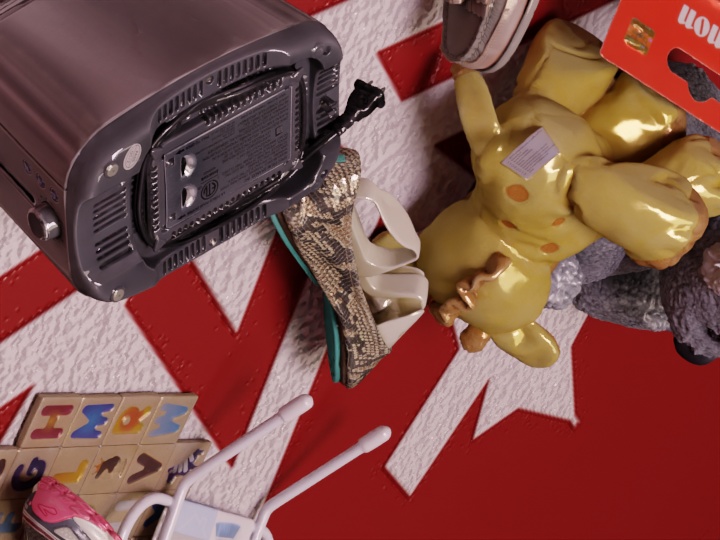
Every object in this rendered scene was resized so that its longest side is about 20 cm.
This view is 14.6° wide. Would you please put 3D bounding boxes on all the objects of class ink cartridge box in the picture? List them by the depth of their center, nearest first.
[{"bbox_3d":[0.244,-0.184,1.675,0.163,0.057,0.200,29,72,-31],"label":"ink cartridge box"}]

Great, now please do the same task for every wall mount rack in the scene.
[{"bbox_3d":[-0.064,0.156,1.689,0.200,0.075,0.174,27,82,-64],"label":"wall mount rack"}]

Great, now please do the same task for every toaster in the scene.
[{"bbox_3d":[-0.100,-0.083,1.362,0.200,0.129,0.114,-32,143,-30],"label":"toaster"}]

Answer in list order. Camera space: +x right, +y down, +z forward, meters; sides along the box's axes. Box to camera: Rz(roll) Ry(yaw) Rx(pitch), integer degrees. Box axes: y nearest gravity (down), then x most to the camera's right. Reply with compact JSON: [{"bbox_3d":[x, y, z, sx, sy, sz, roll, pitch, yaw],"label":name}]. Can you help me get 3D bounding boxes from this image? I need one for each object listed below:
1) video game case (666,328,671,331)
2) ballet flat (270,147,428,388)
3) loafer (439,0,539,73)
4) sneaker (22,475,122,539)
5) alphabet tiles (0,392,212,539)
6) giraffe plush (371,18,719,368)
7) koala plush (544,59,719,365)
[{"bbox_3d":[0.261,-0.046,1.976,0.143,0.019,0.200,14,110,-56],"label":"video game case"},{"bbox_3d":[0.000,0.000,1.620,0.075,0.068,0.200,-12,141,5],"label":"ballet flat"},{"bbox_3d":[0.070,-0.206,1.537,0.063,0.072,0.200,3,113,-34],"label":"loafer"},{"bbox_3d":[-0.164,0.196,1.584,0.075,0.081,0.200,-33,143,-27],"label":"sneaker"},{"bbox_3d":[-0.169,0.141,1.606,0.200,0.006,0.166,3,119,-53],"label":"alphabet tiles"},{"bbox_3d":[0.103,-0.029,1.673,0.200,0.173,0.162,-16,148,-47],"label":"giraffe plush"},{"bbox_3d":[0.219,-0.016,1.776,0.177,0.200,0.184,13,109,-56],"label":"koala plush"}]
